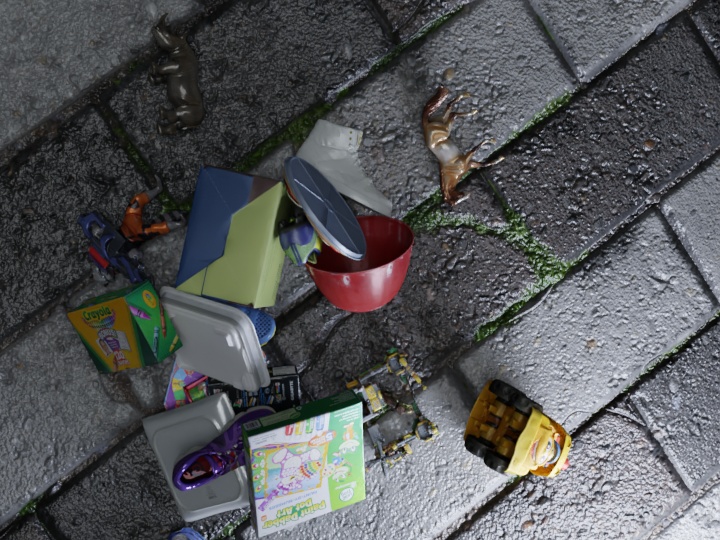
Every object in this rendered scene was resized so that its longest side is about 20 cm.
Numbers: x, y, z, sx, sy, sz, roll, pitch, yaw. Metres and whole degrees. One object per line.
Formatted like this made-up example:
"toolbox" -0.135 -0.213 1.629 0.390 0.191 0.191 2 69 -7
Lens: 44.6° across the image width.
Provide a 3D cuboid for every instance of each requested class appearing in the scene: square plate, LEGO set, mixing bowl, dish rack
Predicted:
"square plate" -0.270 0.324 1.488 0.197 0.028 0.202 -20 94 29
"LEGO set" 0.055 0.246 1.534 0.151 0.116 0.204 -17 94 -6
"mixing bowl" 0.000 0.000 1.499 0.196 0.201 0.111 -13 118 -7
"dish rack" -0.246 0.119 1.419 0.044 0.196 0.174 -49 141 -40

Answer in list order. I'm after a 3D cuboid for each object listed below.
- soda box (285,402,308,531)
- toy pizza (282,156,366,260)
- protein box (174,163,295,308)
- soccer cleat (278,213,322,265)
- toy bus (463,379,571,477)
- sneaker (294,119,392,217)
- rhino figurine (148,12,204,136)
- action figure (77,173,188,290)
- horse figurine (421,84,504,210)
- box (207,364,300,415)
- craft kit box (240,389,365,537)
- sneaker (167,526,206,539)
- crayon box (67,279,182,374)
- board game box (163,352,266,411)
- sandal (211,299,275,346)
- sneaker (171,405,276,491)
"soda box" -0.105 0.333 1.491 0.067 0.064 0.203 25 99 -17
"toy pizza" -0.061 -0.095 1.407 0.031 0.200 0.201 -36 97 17
"protein box" -0.198 -0.052 1.441 0.132 0.200 0.203 12 90 3
"soccer cleat" -0.086 -0.054 1.448 0.063 0.200 0.086 -15 96 15
"toy bus" 0.298 0.299 1.534 0.189 0.200 0.138 28 89 -15
"sneaker" -0.011 -0.185 1.527 0.198 0.074 0.117 31 89 2
"rhino figurine" -0.316 -0.336 1.496 0.086 0.059 0.205 -9 92 -26
"action figure" -0.372 -0.038 1.481 0.193 0.105 0.201 -40 72 1
"horse figurine" 0.166 -0.228 1.563 0.131 0.050 0.202 -29 104 12
"box" -0.178 0.272 1.517 0.155 0.046 0.205 -5 107 -8
"craft kit box" -0.089 0.311 1.416 0.196 0.049 0.201 -14 121 -22
"sneaker" -0.283 0.542 1.519 0.074 0.078 0.204 -19 94 -7
"crayon box" -0.386 0.095 1.431 0.058 0.198 0.121 -37 106 -42
"board game box" -0.255 0.198 1.531 0.155 0.039 0.205 16 89 -8
"sandal" -0.241 0.083 1.500 0.195 0.087 0.081 10 63 -10
"sneaker" -0.210 0.294 1.400 0.198 0.083 0.081 -34 96 -5
